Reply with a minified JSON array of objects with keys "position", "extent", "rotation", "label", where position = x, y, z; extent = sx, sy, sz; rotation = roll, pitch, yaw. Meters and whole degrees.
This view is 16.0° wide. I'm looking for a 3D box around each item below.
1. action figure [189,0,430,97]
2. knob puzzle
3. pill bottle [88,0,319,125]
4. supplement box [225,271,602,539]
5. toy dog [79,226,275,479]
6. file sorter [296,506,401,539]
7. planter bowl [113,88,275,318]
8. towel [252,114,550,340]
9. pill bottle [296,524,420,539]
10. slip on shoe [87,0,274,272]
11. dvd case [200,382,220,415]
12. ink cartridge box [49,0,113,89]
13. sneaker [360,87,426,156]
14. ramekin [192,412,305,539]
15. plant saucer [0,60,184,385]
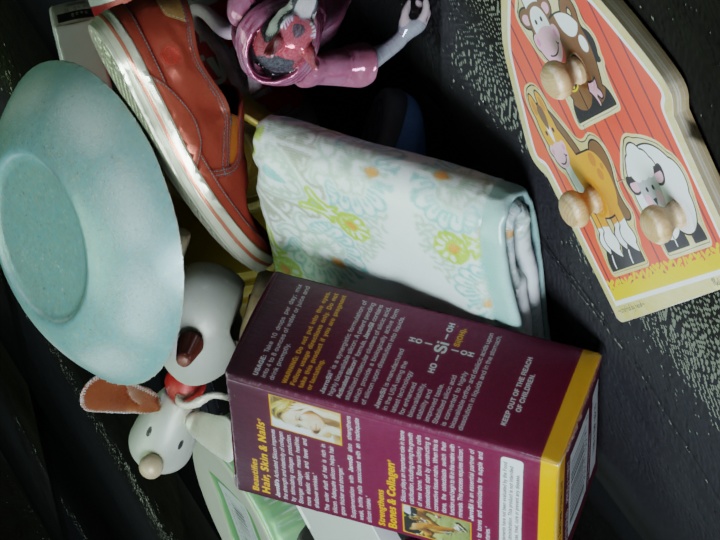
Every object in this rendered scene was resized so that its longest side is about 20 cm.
[{"position":[-0.052,-0.152,1.444],"extent":[0.134,0.149,0.200],"rotation":[50,-163,-19],"label":"action figure"},{"position":[0.112,-0.072,1.278],"extent":[0.220,0.030,0.220],"rotation":[56,162,28],"label":"knob puzzle"},{"position":[-0.113,-0.161,1.695],"extent":[0.201,0.112,0.112],"rotation":[67,164,-11],"label":"pill bottle"},{"position":[0.031,0.087,1.464],"extent":[0.199,0.086,0.111],"rotation":[14,141,14],"label":"supplement box"},{"position":[-0.108,0.070,1.597],"extent":[0.096,0.131,0.201],"rotation":[-68,-22,-48],"label":"toy dog"},{"position":[0.063,0.185,1.643],"extent":[0.200,0.124,0.139],"rotation":[61,163,10],"label":"file sorter"},{"position":[-0.100,-0.055,1.611],"extent":[0.084,0.200,0.201],"rotation":[-67,-29,-48],"label":"planter bowl"},{"position":[0.026,0.008,1.496],"extent":[0.171,0.048,0.200],"rotation":[15,138,24],"label":"towel"},{"position":[0.039,0.262,1.851],"extent":[0.201,0.113,0.113],"rotation":[68,163,-13],"label":"pill bottle"},{"position":[-0.090,-0.078,1.490],"extent":[0.074,0.061,0.200],"rotation":[46,165,54],"label":"slip on shoe"},{"position":[-0.131,-0.001,1.789],"extent":[0.143,0.017,0.201],"rotation":[-110,7,-52],"label":"dvd case"},{"position":[-0.177,-0.082,1.769],"extent":[0.095,0.037,0.201],"rotation":[-122,22,-74],"label":"ink cartridge box"},{"position":[0.030,-0.034,1.556],"extent":[0.200,0.078,0.066],"rotation":[100,180,-49],"label":"sneaker"},{"position":[-0.053,0.190,2.059],"extent":[0.200,0.097,0.200],"rotation":[55,161,28],"label":"ramekin"},{"position":[-0.177,-0.023,1.532],"extent":[0.201,0.039,0.202],"rotation":[26,125,45],"label":"plant saucer"}]
